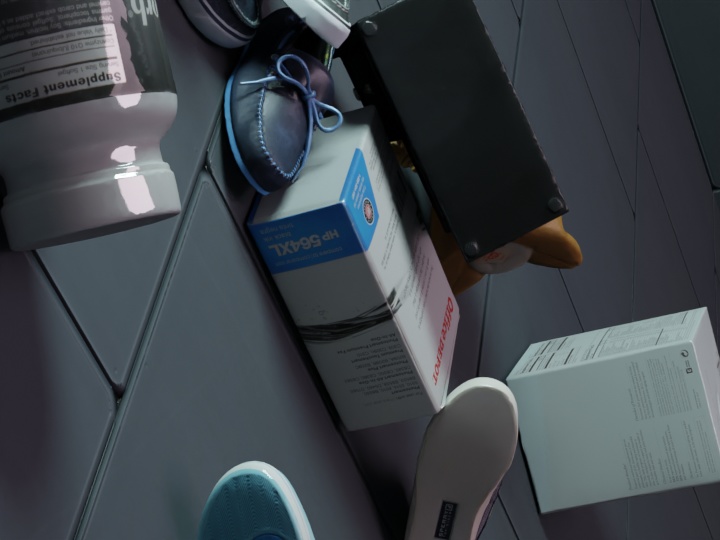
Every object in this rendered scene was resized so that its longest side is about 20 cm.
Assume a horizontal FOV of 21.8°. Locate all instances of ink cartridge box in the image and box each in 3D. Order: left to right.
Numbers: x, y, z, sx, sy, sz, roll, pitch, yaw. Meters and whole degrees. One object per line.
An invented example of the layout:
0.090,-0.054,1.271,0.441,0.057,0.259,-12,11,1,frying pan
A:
0.000,0.000,1.430,0.146,0.084,0.201,-74,146,-56,ink cartridge box

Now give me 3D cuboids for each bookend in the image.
0.059,-0.118,1.489,0.200,0.092,0.200,65,-9,-7,bookend

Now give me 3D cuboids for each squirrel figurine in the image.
0.103,-0.101,1.725,0.200,0.141,0.188,51,25,-57,squirrel figurine

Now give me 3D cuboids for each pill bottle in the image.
-0.162,-0.118,0.993,0.116,0.116,0.202,-13,90,-71,pill bottle

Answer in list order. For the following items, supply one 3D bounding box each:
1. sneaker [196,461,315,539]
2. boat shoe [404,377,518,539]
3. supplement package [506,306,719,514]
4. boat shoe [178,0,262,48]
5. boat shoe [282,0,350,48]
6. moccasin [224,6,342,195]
-0.043,0.203,1.191,0.131,0.079,0.202,-39,124,-67,sneaker
0.077,0.158,1.491,0.093,0.074,0.201,-73,-179,-65,boat shoe
0.277,0.145,1.956,0.151,0.199,0.153,-39,115,-70,supplement package
-0.095,-0.238,1.303,0.201,0.090,0.071,58,27,-45,boat shoe
-0.036,-0.242,1.403,0.073,0.068,0.200,38,18,-33,boat shoe
-0.054,-0.141,1.382,0.081,0.068,0.201,52,28,-37,moccasin
